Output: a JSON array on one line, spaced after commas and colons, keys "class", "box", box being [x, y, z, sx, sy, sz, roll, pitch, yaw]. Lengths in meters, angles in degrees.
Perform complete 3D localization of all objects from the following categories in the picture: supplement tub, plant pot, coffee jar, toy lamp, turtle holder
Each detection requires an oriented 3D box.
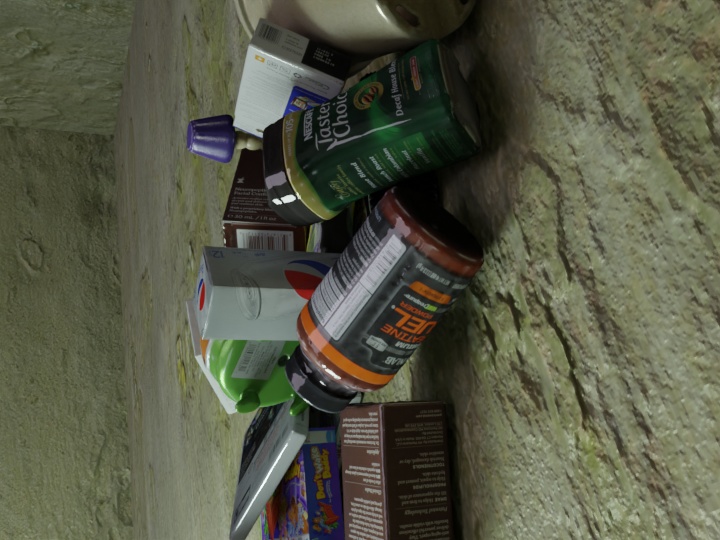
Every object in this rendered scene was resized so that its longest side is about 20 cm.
[{"class": "supplement tub", "box": [0.013, 0.033, 0.696, 0.201, 0.106, 0.107, -54, 37, 20]}, {"class": "plant pot", "box": [0.008, -0.279, 0.728, 0.183, 0.199, 0.203, 17, 104, 53]}, {"class": "coffee jar", "box": [0.003, -0.118, 0.702, 0.198, 0.085, 0.105, -22, 55, 23]}, {"class": "toy lamp", "box": [-0.106, -0.152, 0.932, 0.058, 0.198, 0.059, -177, 90, -66]}, {"class": "turtle holder", "box": [-0.094, 0.069, 0.882, 0.132, 0.184, 0.142, 40, 140, 42]}]

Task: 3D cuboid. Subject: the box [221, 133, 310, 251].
[{"class": "box", "box": [-0.107, -0.090, 0.971, 0.201, 0.099, 0.076, -89, 1, -52]}]

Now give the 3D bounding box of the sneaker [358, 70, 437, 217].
[{"class": "sneaker", "box": [0.030, -0.099, 0.800, 0.090, 0.069, 0.202, 112, 153, -67]}]

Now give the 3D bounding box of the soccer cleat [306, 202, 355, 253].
[{"class": "soccer cleat", "box": [-0.037, -0.069, 0.893, 0.084, 0.064, 0.203, -177, 89, -68]}]

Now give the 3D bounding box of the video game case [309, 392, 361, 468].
[{"class": "video game case", "box": [-0.059, 0.168, 1.024, 0.200, 0.023, 0.184, -122, 40, -51]}]

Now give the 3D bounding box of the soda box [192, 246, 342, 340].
[{"class": "soda box", "box": [-0.060, 0.025, 0.772, 0.064, 0.198, 0.069, -116, 37, -48]}]

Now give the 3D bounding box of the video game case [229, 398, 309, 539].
[{"class": "video game case", "box": [-0.110, 0.207, 0.978, 0.182, 0.023, 0.201, -93, 28, -58]}]

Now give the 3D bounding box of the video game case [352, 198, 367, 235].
[{"class": "video game case", "box": [0.000, 0.000, 0.906, 0.144, 0.018, 0.201, 118, 145, -46]}]

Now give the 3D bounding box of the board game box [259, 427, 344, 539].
[{"class": "board game box", "box": [-0.081, 0.282, 0.981, 0.200, 0.044, 0.136, 138, 130, -59]}]

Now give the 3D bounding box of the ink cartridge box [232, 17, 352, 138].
[{"class": "ink cartridge box", "box": [-0.076, -0.179, 0.799, 0.200, 0.094, 0.037, 138, 152, -71]}]

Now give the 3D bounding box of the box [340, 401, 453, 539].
[{"class": "box", "box": [0.034, 0.226, 0.731, 0.100, 0.074, 0.202, 158, 113, -64]}]

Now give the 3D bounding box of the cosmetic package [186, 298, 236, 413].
[{"class": "cosmetic package", "box": [-0.201, 0.128, 1.192, 0.201, 0.070, 0.102, 81, 173, -55]}]
